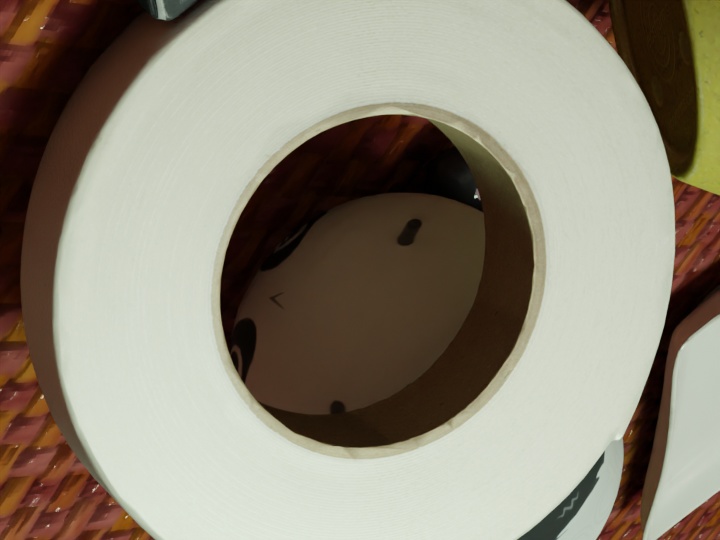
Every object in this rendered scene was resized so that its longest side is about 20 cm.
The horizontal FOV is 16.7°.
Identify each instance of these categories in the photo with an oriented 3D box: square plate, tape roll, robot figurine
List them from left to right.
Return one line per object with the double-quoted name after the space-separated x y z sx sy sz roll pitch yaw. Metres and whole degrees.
0.000 0.000 0.731 0.202 0.037 0.203 -6 105 -22 "tape roll"
0.025 0.050 0.878 0.125 0.150 0.200 -27 155 4 "robot figurine"
0.215 0.031 1.242 0.198 0.028 0.200 -35 152 -21 "square plate"

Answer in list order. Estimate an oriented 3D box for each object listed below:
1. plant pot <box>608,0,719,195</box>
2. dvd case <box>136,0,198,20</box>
0.165 -0.095 0.832 0.142 0.200 0.200 -13 147 -8 "plant pot"
-0.011 -0.168 0.617 0.150 0.025 0.200 -37 152 -18 "dvd case"
